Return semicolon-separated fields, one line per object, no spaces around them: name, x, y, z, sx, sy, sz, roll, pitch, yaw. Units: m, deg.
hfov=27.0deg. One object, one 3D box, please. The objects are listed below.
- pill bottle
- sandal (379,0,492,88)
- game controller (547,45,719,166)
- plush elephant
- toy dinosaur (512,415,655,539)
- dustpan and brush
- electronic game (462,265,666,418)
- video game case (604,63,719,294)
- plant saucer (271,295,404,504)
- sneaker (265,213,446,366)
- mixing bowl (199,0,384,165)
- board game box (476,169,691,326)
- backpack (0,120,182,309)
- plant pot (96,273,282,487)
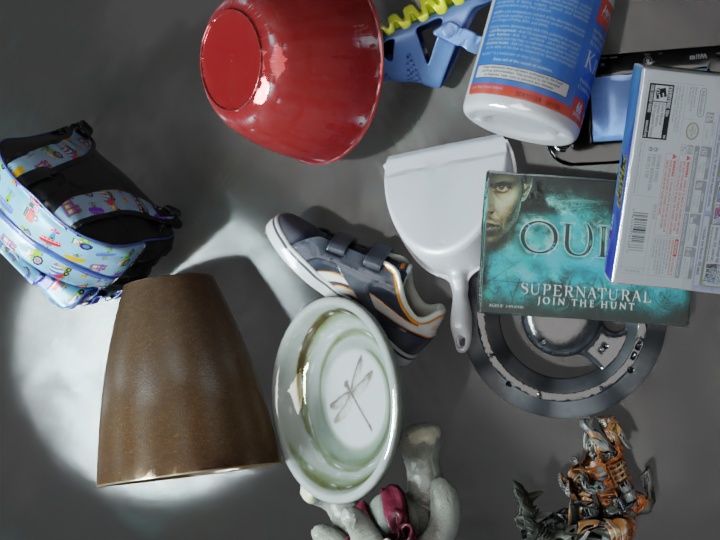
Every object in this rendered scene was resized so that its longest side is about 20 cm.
pill bottle;0.172;-0.225;1.387;0.112;0.112;0.200;15;84;14
sandal;0.058;-0.213;1.456;0.200;0.079;0.087;-27;92;19
game controller;0.274;-0.155;1.417;0.200;0.042;0.104;-3;96;16
plush elephant;0.021;0.275;1.480;0.165;0.155;0.200;-21;90;17
toy dinosaur;0.221;0.245;1.459;0.136;0.102;0.200;-3;74;0
dustpan and brush;0.091;-0.022;1.461;0.139;0.057;0.200;-9;65;26
electronic game;0.196;0.044;1.462;0.200;0.042;0.200;0;92;10
video game case;0.326;-0.080;1.364;0.181;0.045;0.200;6;103;-3
plant saucer;-0.011;0.125;1.461;0.200;0.050;0.200;-2;87;52
sneaker;0.000;0.000;1.496;0.200;0.078;0.079;42;111;-4
mixing bowl;-0.083;-0.199;1.434;0.200;0.108;0.200;8;100;49
board game box;0.213;-0.020;1.413;0.200;0.028;0.135;4;87;-4
backpack;-0.301;-0.051;1.511;0.183;0.200;0.135;44;106;6
plant pot;-0.184;0.109;1.523;0.187;0.187;0.200;-10;81;17
